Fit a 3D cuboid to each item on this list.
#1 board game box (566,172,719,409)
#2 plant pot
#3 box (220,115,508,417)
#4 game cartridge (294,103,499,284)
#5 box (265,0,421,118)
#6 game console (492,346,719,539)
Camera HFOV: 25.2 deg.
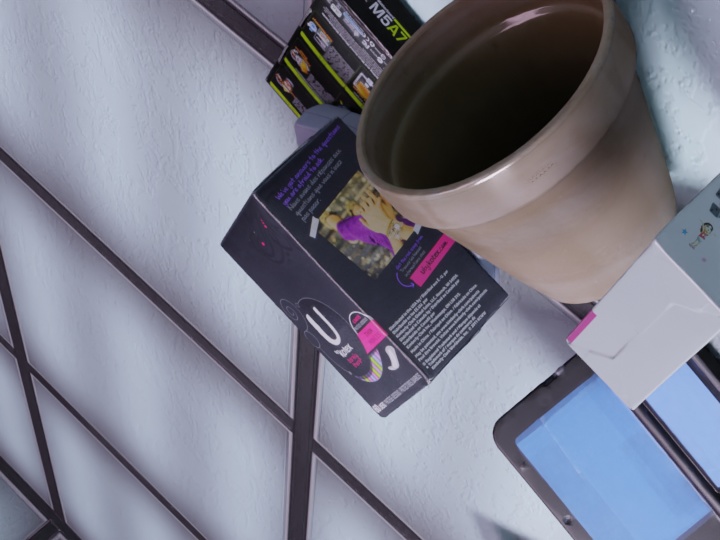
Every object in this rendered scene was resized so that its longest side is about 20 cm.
[{"bbox_3d":[0.223,-0.026,0.943,0.064,0.200,0.148,46,154,8],"label":"board game box"},{"bbox_3d":[0.125,-0.075,1.089,0.199,0.201,0.174,13,153,52],"label":"plant pot"},{"bbox_3d":[0.000,0.000,1.284,0.200,0.106,0.122,46,154,2],"label":"box"},{"bbox_3d":[0.032,-0.055,1.319,0.199,0.041,0.134,33,155,28],"label":"game cartridge"},{"bbox_3d":[0.022,-0.130,1.321,0.200,0.047,0.193,49,157,2],"label":"box"},{"bbox_3d":[0.231,0.152,1.276,0.200,0.116,0.176,50,155,0],"label":"game console"}]
